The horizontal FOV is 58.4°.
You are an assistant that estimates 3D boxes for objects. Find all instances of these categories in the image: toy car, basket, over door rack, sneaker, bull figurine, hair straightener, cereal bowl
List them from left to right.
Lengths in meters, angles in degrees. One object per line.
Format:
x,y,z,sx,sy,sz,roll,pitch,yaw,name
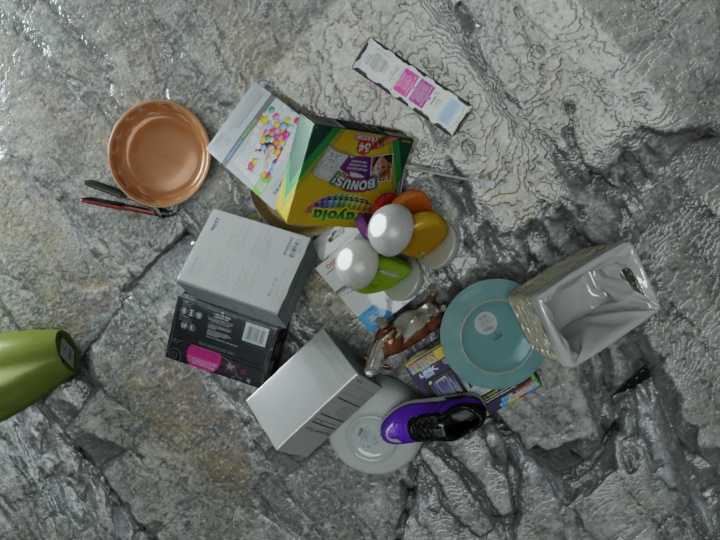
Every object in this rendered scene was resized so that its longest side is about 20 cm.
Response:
-0.443,-0.150,1.250,0.199,0.041,0.077,14,104,6,hair straightener
0.027,0.310,1.252,0.199,0.083,0.201,2,103,8,cereal bowl
0.049,-0.051,1.076,0.200,0.175,0.150,-45,52,27,toy car
0.077,0.109,1.160,0.200,0.122,0.065,-35,67,-20,bull figurine
0.130,0.273,1.151,0.199,0.100,0.070,-17,100,5,sneaker
0.138,-0.104,1.143,0.199,0.067,0.148,17,105,27,over door rack
0.369,0.053,1.086,0.200,0.123,0.136,-29,97,-13,basket

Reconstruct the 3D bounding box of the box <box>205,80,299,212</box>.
-0.161,-0.218,1.141,0.200,0.041,0.156,41,98,23,box

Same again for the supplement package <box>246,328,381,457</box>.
-0.085,0.229,1.194,0.200,0.120,0.121,-43,58,3,supplement package

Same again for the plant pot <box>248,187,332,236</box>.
-0.105,-0.162,1.186,0.199,0.027,0.201,0,94,2,plant pot

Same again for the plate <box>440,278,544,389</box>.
0.242,0.115,1.144,0.199,0.026,0.201,0,95,0,plate

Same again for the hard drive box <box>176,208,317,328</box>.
-0.200,-0.006,1.156,0.199,0.077,0.156,18,70,13,hard drive box

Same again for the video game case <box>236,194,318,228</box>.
-0.175,-0.073,1.235,0.143,0.018,0.200,38,105,0,video game case

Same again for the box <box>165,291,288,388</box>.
-0.250,0.120,1.240,0.199,0.115,0.133,17,103,4,box

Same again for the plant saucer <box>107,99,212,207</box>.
-0.374,-0.218,1.214,0.199,0.037,0.201,0,93,5,plant saucer

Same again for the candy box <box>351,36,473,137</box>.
0.092,-0.304,1.080,0.200,0.136,0.061,34,107,1,candy box

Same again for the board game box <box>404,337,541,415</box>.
0.209,0.190,1.210,0.200,0.057,0.166,-32,93,14,board game box

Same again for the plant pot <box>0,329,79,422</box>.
-0.689,0.197,1.311,0.199,0.187,0.188,-20,99,-2,plant pot

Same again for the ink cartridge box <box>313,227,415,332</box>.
0.000,0.000,1.196,0.116,0.067,0.200,-40,93,15,ink cartridge box

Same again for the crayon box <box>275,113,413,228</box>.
-0.027,-0.162,1.092,0.199,0.058,0.173,1,119,-34,crayon box
